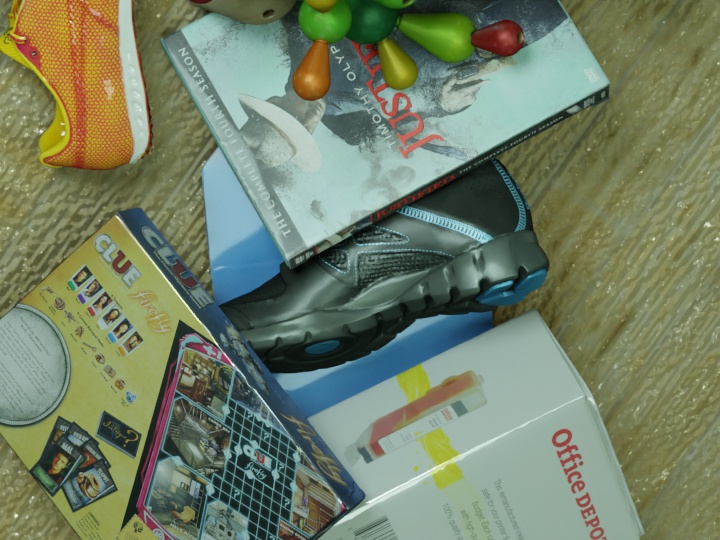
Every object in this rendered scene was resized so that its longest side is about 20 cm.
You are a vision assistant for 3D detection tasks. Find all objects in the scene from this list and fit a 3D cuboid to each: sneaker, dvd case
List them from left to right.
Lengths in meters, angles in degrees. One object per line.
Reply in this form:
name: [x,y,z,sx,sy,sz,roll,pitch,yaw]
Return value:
sneaker: [-0.154,-0.145,1.419,0.077,0.073,0.200,-7,108,-5]
sneaker: [0.000,0.000,1.490,0.200,0.073,0.082,-18,74,4]
dvd case: [0.013,-0.110,1.467,0.200,0.022,0.146,-28,76,-6]

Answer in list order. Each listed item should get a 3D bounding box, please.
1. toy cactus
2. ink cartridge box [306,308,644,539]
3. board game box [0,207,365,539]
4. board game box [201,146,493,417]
toy cactus: [-0.027,-0.138,1.403,0.200,0.165,0.102,3,94,-45]
ink cartridge box: [0.044,0.131,1.544,0.200,0.083,0.145,-26,135,-2]
board game box: [-0.110,0.086,1.458,0.135,0.035,0.200,-40,82,18]
board game box: [-0.009,-0.015,1.532,0.158,0.039,0.200,-8,109,-9]
